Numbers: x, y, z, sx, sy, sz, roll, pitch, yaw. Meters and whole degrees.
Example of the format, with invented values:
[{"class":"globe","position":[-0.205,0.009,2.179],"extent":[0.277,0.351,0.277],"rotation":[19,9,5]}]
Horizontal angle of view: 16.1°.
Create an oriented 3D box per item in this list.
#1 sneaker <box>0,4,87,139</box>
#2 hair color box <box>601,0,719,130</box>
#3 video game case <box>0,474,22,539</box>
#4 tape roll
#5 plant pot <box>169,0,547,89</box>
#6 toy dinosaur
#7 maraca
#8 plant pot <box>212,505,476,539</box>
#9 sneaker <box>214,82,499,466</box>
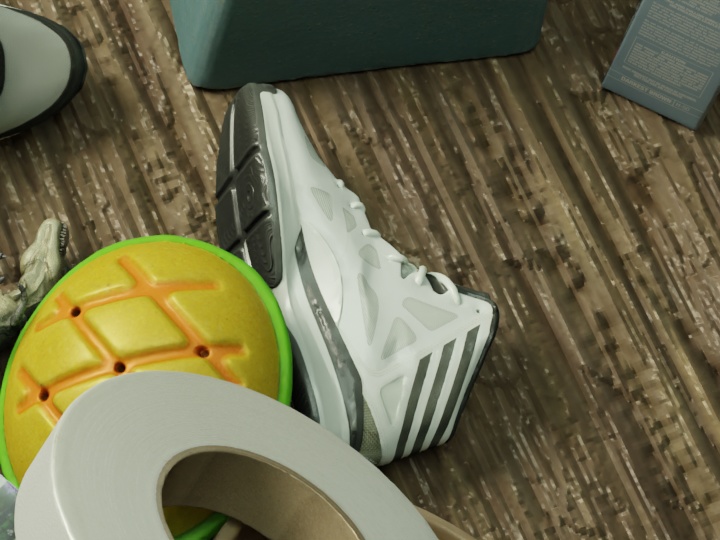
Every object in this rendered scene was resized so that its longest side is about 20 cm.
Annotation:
[{"class":"sneaker","position":[-0.223,-0.093,1.227],"extent":[0.199,0.079,0.074],"rotation":[-3,97,-28]},{"class":"hair color box","position":[0.188,-0.167,1.294],"extent":[0.060,0.200,0.099],"rotation":[26,62,2]},{"class":"video game case","position":[-0.149,0.205,0.987],"extent":[0.182,0.023,0.200],"rotation":[42,65,12]},{"class":"tape roll","position":[-0.045,0.123,1.048],"extent":[0.202,0.037,0.203],"rotation":[26,29,-16]},{"class":"plant pot","position":[-0.002,-0.235,1.291],"extent":[0.195,0.200,0.197],"rotation":[-8,66,-14]},{"class":"toy dinosaur","position":[-0.204,0.030,1.187],"extent":[0.200,0.088,0.047],"rotation":[-37,66,-25]},{"class":"maraca","position":[-0.106,0.079,1.174],"extent":[0.137,0.107,0.201],"rotation":[14,75,17]},{"class":"plant pot","position":[0.002,0.197,1.122],"extent":[0.200,0.093,0.201],"rotation":[24,32,-16]},{"class":"sneaker","position":[0.000,0.000,1.260],"extent":[0.115,0.076,0.201],"rotation":[-7,74,-23]}]
